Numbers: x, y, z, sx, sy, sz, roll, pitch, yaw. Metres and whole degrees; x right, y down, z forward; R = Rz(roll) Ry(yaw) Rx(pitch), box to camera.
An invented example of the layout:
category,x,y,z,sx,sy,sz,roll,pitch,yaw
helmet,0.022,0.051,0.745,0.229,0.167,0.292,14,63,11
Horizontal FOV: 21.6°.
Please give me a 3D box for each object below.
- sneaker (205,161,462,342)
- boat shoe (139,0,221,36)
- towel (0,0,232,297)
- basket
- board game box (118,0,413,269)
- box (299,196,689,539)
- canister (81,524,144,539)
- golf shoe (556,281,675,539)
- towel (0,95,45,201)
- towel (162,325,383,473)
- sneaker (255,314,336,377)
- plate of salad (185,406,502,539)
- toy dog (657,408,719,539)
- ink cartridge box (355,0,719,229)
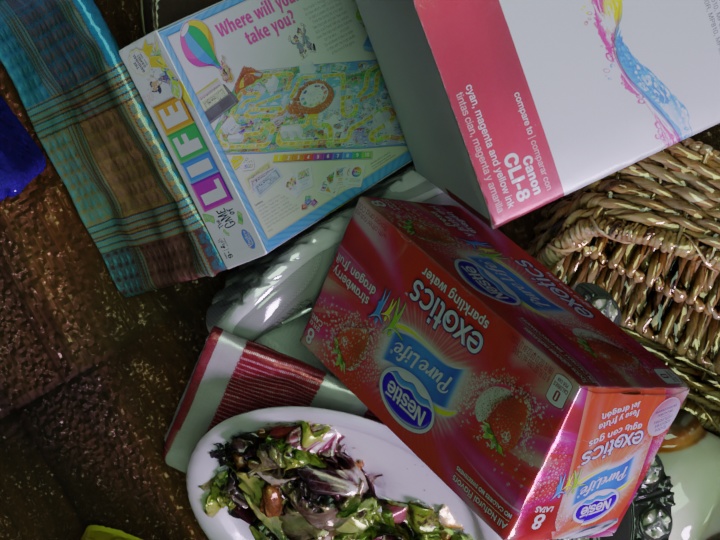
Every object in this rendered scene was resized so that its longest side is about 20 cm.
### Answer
category,x,y,z,sx,sy,sz,roll,pitch,yaw
sneaker,0.000,0.000,1.126,0.200,0.075,0.082,-31,100,-24
boat shoe,-0.088,-0.110,1.128,0.072,0.072,0.201,-9,94,-8
towel,-0.154,-0.080,1.088,0.022,0.146,0.201,-31,99,-27
basket,0.205,0.012,1.143,0.199,0.143,0.150,27,89,-9
board game box,-0.037,-0.101,1.092,0.200,0.034,0.135,-34,101,-49
box,0.069,0.051,1.037,0.095,0.200,0.100,3,119,-43
canister,-0.140,0.276,1.140,0.148,0.087,0.201,24,91,-9
golf shoe,0.132,0.110,1.113,0.077,0.088,0.201,-3,80,-14
towel,-0.261,-0.119,1.067,0.049,0.148,0.200,-36,99,5
towel,-0.014,0.113,1.122,0.199,0.144,0.023,23,51,-3
sneaker,-0.003,0.092,1.161,0.200,0.075,0.089,36,129,3
plate of salad,-0.012,0.157,1.112,0.200,0.200,0.048,31,47,-9
toy dog,0.228,0.172,1.143,0.200,0.194,0.140,32,120,25
ink cartridge box,0.117,-0.141,1.049,0.199,0.145,0.145,-25,110,-8
